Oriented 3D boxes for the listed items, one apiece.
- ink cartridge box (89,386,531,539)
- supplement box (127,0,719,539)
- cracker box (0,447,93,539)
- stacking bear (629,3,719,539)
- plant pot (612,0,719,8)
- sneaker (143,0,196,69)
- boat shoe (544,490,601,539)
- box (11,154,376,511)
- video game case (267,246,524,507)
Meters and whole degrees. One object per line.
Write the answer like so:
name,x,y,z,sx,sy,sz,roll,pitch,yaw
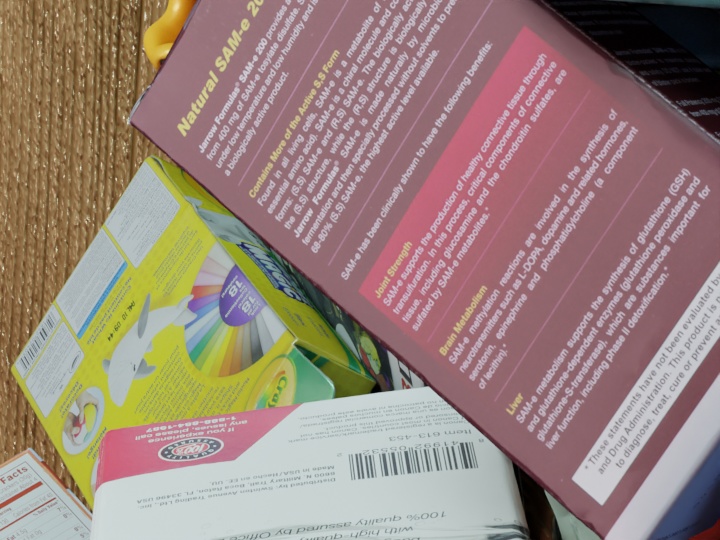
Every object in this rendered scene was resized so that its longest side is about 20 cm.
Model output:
ink cartridge box,-0.013,0.120,0.857,0.200,0.144,0.085,-99,1,-68
supplement box,0.041,-0.027,0.728,0.200,0.061,0.109,41,114,20
cracker box,-0.109,0.192,1.127,0.200,0.058,0.134,44,144,25
stacking bear,0.086,-0.013,0.798,0.122,0.113,0.201,128,128,-59
plant pot,0.084,-0.174,0.726,0.200,0.140,0.142,-113,29,-61
sneaker,-0.045,-0.164,1.093,0.078,0.077,0.201,-136,46,-57
boat shoe,0.098,0.102,0.888,0.062,0.072,0.201,-33,-66,-68
box,-0.066,0.047,1.041,0.118,0.048,0.200,-56,32,11
video game case,0.000,0.000,1.025,0.200,0.036,0.182,-126,20,-48
